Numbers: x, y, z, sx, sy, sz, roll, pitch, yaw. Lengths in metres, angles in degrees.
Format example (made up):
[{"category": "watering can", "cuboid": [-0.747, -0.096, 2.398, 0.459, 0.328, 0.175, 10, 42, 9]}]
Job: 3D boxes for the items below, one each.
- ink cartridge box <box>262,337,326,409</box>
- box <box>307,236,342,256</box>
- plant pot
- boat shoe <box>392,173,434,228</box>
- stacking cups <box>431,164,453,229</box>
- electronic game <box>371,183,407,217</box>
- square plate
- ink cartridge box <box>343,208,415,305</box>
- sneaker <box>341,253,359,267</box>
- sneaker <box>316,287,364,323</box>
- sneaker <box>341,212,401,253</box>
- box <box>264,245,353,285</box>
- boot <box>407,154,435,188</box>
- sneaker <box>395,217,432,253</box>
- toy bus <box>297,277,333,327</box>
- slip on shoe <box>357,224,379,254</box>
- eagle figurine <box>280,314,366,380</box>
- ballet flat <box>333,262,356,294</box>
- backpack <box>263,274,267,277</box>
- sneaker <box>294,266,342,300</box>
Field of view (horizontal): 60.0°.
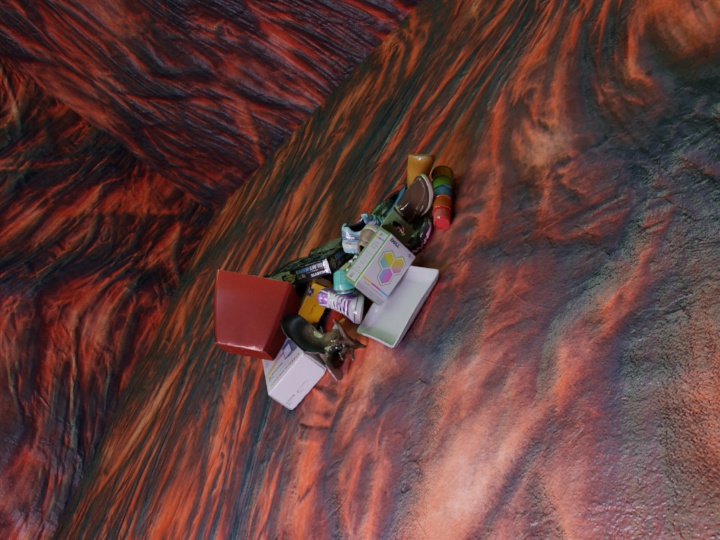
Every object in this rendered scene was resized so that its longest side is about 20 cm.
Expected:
[{"category": "ink cartridge box", "cuboid": [-0.177, 0.247, 1.646, 0.146, 0.087, 0.200, -49, 24, 7]}, {"category": "box", "cuboid": [-0.123, -0.011, 1.955, 0.199, 0.048, 0.160, -17, 42, 54]}, {"category": "plant pot", "cuboid": [-0.277, 0.126, 1.607, 0.200, 0.197, 0.179, 86, -166, -72]}, {"category": "boat shoe", "cuboid": [0.125, -0.160, 1.556, 0.074, 0.075, 0.203, -25, -23, -21]}, {"category": "stacking cups", "cuboid": [0.202, -0.184, 1.556, 0.060, 0.060, 0.201, -36, 28, 34]}, {"category": "electronic game", "cuboid": [0.070, -0.170, 1.790, 0.200, 0.041, 0.200, -47, 14, 16]}, {"category": "square plate", "cuboid": [0.089, 0.079, 1.443, 0.201, 0.028, 0.198, -57, 22, -10]}, {"category": "ink cartridge box", "cuboid": [0.061, -0.030, 1.469, 0.201, 0.104, 0.059, -54, 39, -3]}, {"category": "sneaker", "cuboid": [0.000, 0.000, 1.682, 0.201, 0.075, 0.081, -57, 32, -9]}, {"category": "sneaker", "cuboid": [-0.052, 0.085, 1.559, 0.200, 0.113, 0.074, -144, 61, -80]}, {"category": "sneaker", "cuboid": [0.042, -0.113, 1.653, 0.198, 0.087, 0.078, -21, 30, -9]}, {"category": "box", "cuboid": [-0.138, -0.010, 1.729, 0.196, 0.050, 0.200, -15, 10, 20]}, {"category": "boot", "cuboid": [0.154, -0.225, 1.613, 0.201, 0.070, 0.146, -82, -7, -84]}, {"category": "sneaker", "cuboid": [0.093, -0.080, 1.579, 0.199, 0.095, 0.080, -36, 26, 33]}, {"category": "toy bus", "cuboid": [-0.133, 0.097, 1.726, 0.079, 0.064, 0.201, -82, 16, -53]}, {"category": "slip on shoe", "cuboid": [0.025, -0.031, 1.552, 0.061, 0.075, 0.201, -57, -17, -27]}, {"category": "eagle figurine", "cuboid": [-0.086, 0.174, 1.509, 0.198, 0.154, 0.150, -5, 12, 40]}, {"category": "ballet flat", "cuboid": [-0.015, 0.016, 1.561, 0.066, 0.072, 0.200, -4, 1, 18]}, {"category": "backpack", "cuboid": [-0.307, 0.120, 1.996, 0.199, 0.154, 0.192, -33, 37, 26]}, {"category": "sneaker", "cuboid": [-0.110, 0.027, 1.788, 0.198, 0.078, 0.086, -19, 27, 12]}]
